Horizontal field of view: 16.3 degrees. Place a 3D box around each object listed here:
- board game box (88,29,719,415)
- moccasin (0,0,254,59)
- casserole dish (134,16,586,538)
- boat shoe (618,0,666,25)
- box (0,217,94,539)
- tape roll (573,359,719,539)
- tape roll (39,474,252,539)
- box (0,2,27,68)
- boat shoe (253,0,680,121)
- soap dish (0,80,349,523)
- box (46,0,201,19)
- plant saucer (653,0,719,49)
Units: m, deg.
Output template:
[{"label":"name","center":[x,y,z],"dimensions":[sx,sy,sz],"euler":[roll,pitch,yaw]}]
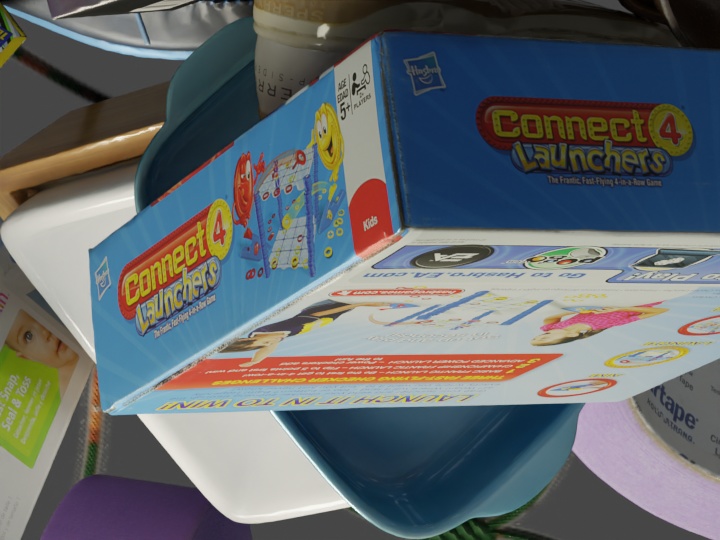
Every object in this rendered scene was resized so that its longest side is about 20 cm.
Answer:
[{"label":"board game box","center":[0.047,-0.008,0.756],"dimensions":[0.200,0.056,0.196],"euler":[0,164,-30]},{"label":"moccasin","center":[-0.104,-0.123,0.877],"dimensions":[0.200,0.081,0.068],"euler":[9,148,7]},{"label":"casserole dish","center":[0.000,0.000,0.873],"dimensions":[0.200,0.121,0.039],"euler":[53,162,-18]},{"label":"boat shoe","center":[0.176,-0.089,0.835],"dimensions":[0.200,0.068,0.072],"euler":[13,137,4]},{"label":"box","center":[-0.190,0.059,1.004],"dimensions":[0.112,0.200,0.101],"euler":[40,132,-22]},{"label":"tape roll","center":[0.168,0.020,0.940],"dimensions":[0.200,0.066,0.200],"euler":[8,136,8]},{"label":"tape roll","center":[-0.102,0.193,1.113],"dimensions":[0.066,0.200,0.200],"euler":[6,136,11]},{"label":"box","center":[-0.215,-0.089,0.910],"dimensions":[0.200,0.064,0.070],"euler":[6,141,46]},{"label":"boat shoe","center":[0.034,-0.060,0.827],"dimensions":[0.074,0.200,0.069],"euler":[19,104,40]},{"label":"soap dish","center":[-0.030,0.005,0.986],"dimensions":[0.157,0.081,0.200],"euler":[-14,128,29]},{"label":"box","center":[-0.013,-0.169,0.763],"dimensions":[0.200,0.079,0.141],"euler":[-14,91,28]},{"label":"plant saucer","center":[0.131,-0.152,0.716],"dimensions":[0.032,0.200,0.200],"euler":[27,145,35]}]
